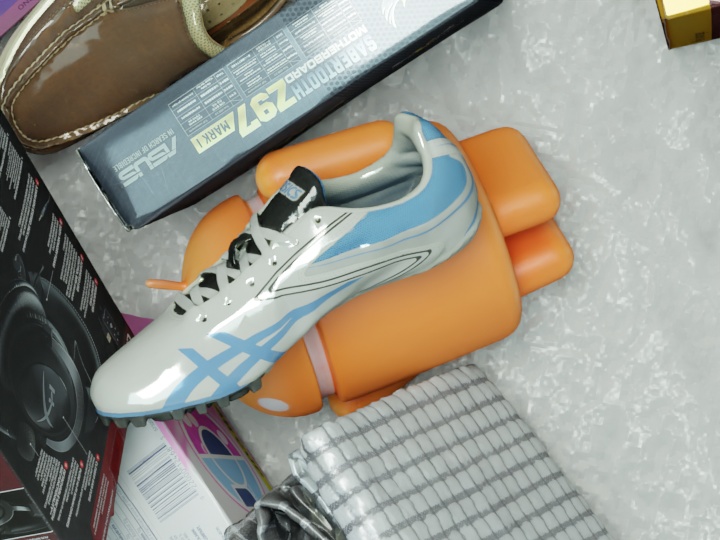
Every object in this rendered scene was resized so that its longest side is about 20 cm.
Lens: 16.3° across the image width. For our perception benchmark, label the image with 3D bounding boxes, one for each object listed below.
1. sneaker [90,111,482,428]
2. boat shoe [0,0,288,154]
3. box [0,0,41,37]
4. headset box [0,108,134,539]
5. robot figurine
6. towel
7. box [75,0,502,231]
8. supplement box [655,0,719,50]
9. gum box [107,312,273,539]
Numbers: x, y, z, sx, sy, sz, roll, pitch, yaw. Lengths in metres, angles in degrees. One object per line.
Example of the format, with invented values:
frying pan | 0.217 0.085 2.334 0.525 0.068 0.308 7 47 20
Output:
sneaker | -0.039 0.000 1.113 0.200 0.072 0.073 -33 113 -11
boat shoe | -0.093 -0.126 1.218 0.202 0.075 0.075 -41 120 -3
box | -0.275 -0.155 1.195 0.176 0.200 0.097 -40 54 9
headset box | -0.166 0.041 1.086 0.077 0.149 0.200 -9 135 16
robot figurine | 0.001 0.002 1.215 0.200 0.144 0.117 -21 79 -6
towel | 0.041 0.143 1.184 0.086 0.200 0.166 -40 80 27
box | -0.028 -0.096 1.199 0.200 0.158 0.051 -33 90 8
supplement box | 0.220 -0.192 1.133 0.200 0.197 0.133 -13 89 8
gum box | -0.086 0.118 1.228 0.066 0.113 0.200 -37 76 9
